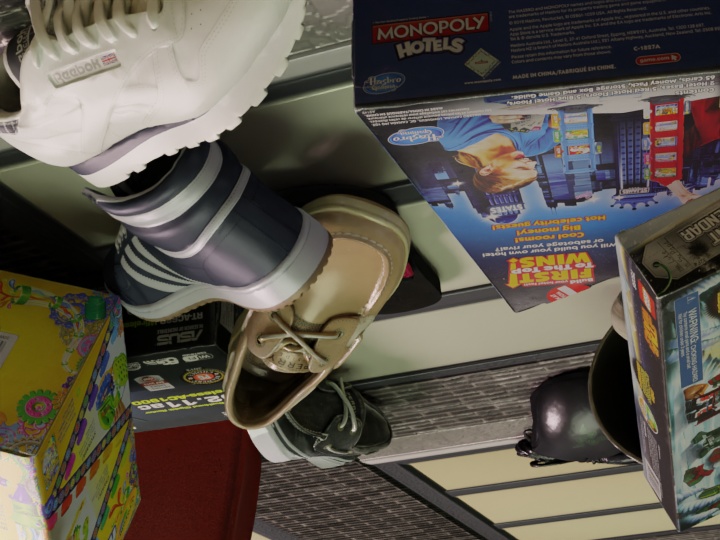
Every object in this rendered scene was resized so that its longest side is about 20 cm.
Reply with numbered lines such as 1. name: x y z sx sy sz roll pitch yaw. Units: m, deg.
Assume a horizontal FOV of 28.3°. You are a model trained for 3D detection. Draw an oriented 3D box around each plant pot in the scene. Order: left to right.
1. plant pot: -0.186 0.224 1.191 0.199 0.177 0.200 -1 157 -2

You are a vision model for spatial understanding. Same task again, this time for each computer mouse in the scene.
1. computer mouse: 0.191 0.138 1.185 0.138 0.053 0.200 -5 157 9

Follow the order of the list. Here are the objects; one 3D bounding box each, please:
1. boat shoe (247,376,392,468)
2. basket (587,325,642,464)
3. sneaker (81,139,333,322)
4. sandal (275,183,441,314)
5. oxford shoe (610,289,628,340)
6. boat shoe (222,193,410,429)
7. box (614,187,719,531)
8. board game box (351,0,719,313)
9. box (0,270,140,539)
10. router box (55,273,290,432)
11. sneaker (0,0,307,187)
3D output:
1. boat shoe: -0.031 0.107 1.089 0.071 0.072 0.200 -19 163 15
2. basket: 0.263 0.094 0.998 0.179 0.137 0.200 -14 158 14
3. sneaker: -0.108 -0.030 0.750 0.108 0.070 0.200 40 157 -28
4. sandal: 0.000 0.000 0.854 0.075 0.045 0.200 -12 155 21
5. oxford shoe: 0.193 0.007 0.730 0.200 0.075 0.058 -13 132 -48
6. boat shoe: -0.030 0.029 0.794 0.072 0.065 0.200 24 145 -12
7. box: 0.187 0.029 0.626 0.136 0.040 0.200 -25 142 -3
8. board game box: 0.110 -0.053 0.637 0.199 0.062 0.200 -5 153 8
9. box: -0.247 0.101 0.830 0.199 0.122 0.193 12 134 8
10. router box: -0.160 0.059 0.953 0.199 0.062 0.150 -9 157 14
11. sneaker: -0.096 -0.095 0.598 0.080 0.077 0.200 26 144 -32
